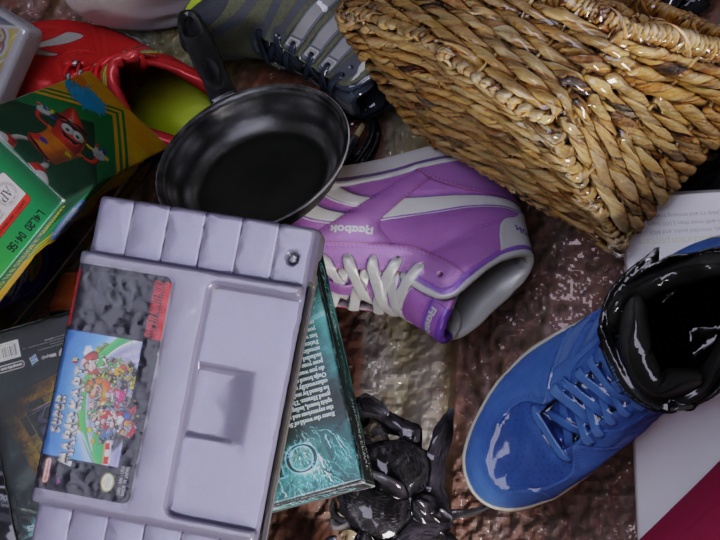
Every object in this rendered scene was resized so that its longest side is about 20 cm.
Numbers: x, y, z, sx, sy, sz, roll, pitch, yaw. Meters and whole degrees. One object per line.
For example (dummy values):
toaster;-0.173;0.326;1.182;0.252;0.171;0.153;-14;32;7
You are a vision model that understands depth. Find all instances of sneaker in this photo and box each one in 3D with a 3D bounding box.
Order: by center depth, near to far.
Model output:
sneaker;0.127;0.054;1.180;0.200;0.111;0.077;-37;84;10
sneaker;0.000;-0.001;1.301;0.199;0.073;0.115;-19;51;-4
sneaker;-0.018;-0.135;1.377;0.199;0.074;0.081;1;67;19
sneaker;-0.144;-0.115;1.408;0.199;0.085;0.077;20;80;21

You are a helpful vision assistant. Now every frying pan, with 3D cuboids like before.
frying pan;-0.082;-0.075;1.315;0.115;0.031;0.190;-41;46;-17

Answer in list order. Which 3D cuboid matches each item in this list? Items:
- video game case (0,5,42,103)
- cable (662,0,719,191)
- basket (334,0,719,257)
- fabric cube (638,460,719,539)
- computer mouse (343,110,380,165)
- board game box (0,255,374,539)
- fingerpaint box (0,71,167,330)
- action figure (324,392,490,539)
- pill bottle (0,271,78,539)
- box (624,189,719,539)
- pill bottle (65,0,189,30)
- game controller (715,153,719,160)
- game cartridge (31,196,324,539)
video game case;-0.308;-0.101;1.456;0.182;0.023;0.201;31;103;23
cable;0.223;-0.127;1.294;0.199;0.051;0.164;-24;57;18
basket;0.102;-0.131;1.235;0.149;0.143;0.200;-46;43;-8
fabric cube;0.233;0.181;1.114;0.199;0.200;0.196;-45;88;1
computer mouse;-0.041;-0.009;1.372;0.058;0.034;0.201;18;79;22
board game box;-0.102;0.077;1.254;0.199;0.028;0.136;-15;78;11
fingerpaint box;-0.218;-0.008;1.320;0.073;0.167;0.200;43;109;2
action figure;-0.018;0.116;1.293;0.199;0.102;0.119;22;75;15
pill bottle;-0.169;0.105;1.338;0.106;0.106;0.201;11;78;20
box;0.216;0.055;1.236;0.143;0.036;0.201;-3;91;11
pill bottle;-0.137;-0.262;1.435;0.113;0.113;0.201;-12;70;14
game controller;0.238;-0.031;1.295;0.104;0.042;0.200;33;85;37
game cartridge;-0.100;0.067;1.224;0.129;0.038;0.201;9;83;10
